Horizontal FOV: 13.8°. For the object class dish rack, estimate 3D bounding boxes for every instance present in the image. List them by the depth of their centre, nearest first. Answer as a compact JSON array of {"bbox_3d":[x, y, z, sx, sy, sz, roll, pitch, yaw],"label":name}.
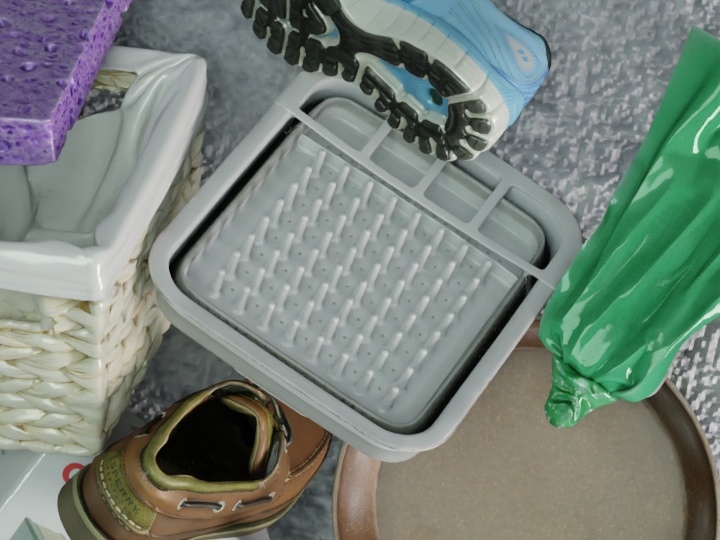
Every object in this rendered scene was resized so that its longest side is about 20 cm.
[{"bbox_3d":[0.000,0.000,1.463,0.171,0.200,0.044,34,138,5],"label":"dish rack"}]

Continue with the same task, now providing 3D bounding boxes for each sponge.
[{"bbox_3d":[-0.179,-0.119,1.468,0.111,0.200,0.030,4,126,10],"label":"sponge"}]

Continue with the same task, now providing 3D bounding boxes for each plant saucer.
[{"bbox_3d":[0.085,0.122,1.513,0.199,0.034,0.202,0,93,10],"label":"plant saucer"}]

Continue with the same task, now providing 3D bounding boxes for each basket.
[{"bbox_3d":[-0.158,-0.014,1.454,0.135,0.200,0.124,7,124,10],"label":"basket"}]

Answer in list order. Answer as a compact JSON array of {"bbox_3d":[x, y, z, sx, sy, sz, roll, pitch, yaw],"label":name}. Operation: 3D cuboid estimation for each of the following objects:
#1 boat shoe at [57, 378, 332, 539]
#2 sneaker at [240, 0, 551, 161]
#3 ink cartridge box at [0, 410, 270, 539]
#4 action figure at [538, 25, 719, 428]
[{"bbox_3d":[-0.061,0.090,1.449,0.068,0.200,0.072,-40,84,33],"label":"boat shoe"},{"bbox_3d":[0.013,-0.136,1.498,0.200,0.090,0.079,41,142,18],"label":"sneaker"},{"bbox_3d":[-0.159,0.172,1.505,0.146,0.084,0.200,35,99,-22],"label":"ink cartridge box"},{"bbox_3d":[0.152,-0.005,1.468,0.118,0.055,0.200,37,85,7],"label":"action figure"}]
